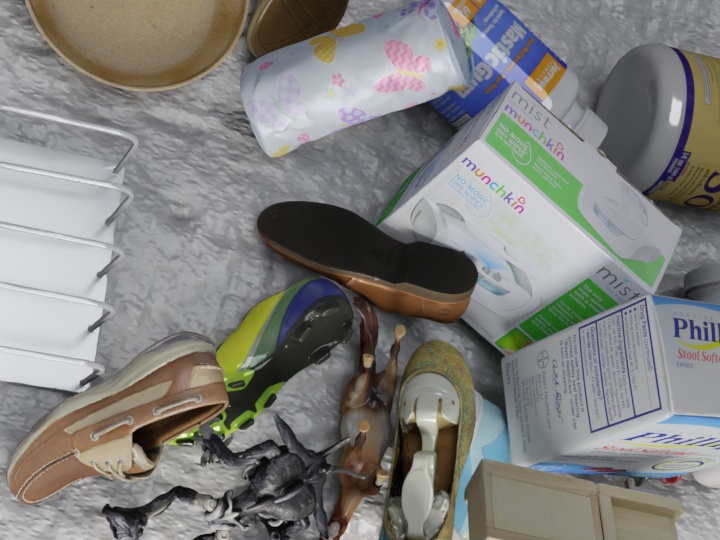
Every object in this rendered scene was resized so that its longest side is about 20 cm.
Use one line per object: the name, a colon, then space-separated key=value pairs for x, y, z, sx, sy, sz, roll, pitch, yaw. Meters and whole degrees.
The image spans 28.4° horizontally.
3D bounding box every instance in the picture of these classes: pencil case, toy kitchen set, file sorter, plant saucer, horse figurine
pencil case: x=-0.005 y=-0.164 z=1.224 sx=0.200 sy=0.083 sz=0.091 roll=-19 pitch=123 yaw=13
toy kitchen set: x=0.153 y=0.236 z=1.204 sx=0.180 sy=0.200 sz=0.163 roll=13 pitch=40 yaw=-11
file sorter: x=-0.258 y=-0.017 z=1.122 sx=0.139 sy=0.125 sz=0.200 roll=11 pitch=74 yaw=-19
plant saucer: x=-0.197 y=-0.247 z=1.243 sx=0.200 sy=0.035 sz=0.200 roll=5 pitch=77 yaw=-19
horse figurine: x=0.005 y=0.127 z=1.203 sx=0.050 sy=0.133 sz=0.200 roll=8 pitch=60 yaw=-5

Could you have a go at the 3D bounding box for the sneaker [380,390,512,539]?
sneaker: x=0.100 y=0.211 z=1.234 sx=0.130 sy=0.080 sz=0.200 roll=25 pitch=81 yaw=-24

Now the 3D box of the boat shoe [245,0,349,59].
boat shoe: x=-0.046 y=-0.266 z=1.298 sx=0.200 sy=0.063 sz=0.073 roll=-54 pitch=128 yaw=-20

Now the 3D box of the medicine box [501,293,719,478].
medicine box: x=0.250 y=0.102 z=1.188 sx=0.182 sy=0.200 sz=0.103 roll=7 pitch=69 yaw=-30

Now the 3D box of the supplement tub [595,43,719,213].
supplement tub: x=0.339 y=-0.129 z=1.361 sx=0.200 sy=0.145 sz=0.146 roll=10 pitch=75 yaw=-18

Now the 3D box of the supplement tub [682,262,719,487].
supplement tub: x=0.372 y=0.098 z=1.326 sx=0.140 sy=0.140 sz=0.200 roll=2 pitch=78 yaw=-20

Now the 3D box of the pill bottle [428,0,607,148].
pill bottle: x=0.129 y=-0.170 z=1.308 sx=0.200 sy=0.112 sz=0.112 roll=41 pitch=68 yaw=-7

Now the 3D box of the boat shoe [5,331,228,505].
boat shoe: x=-0.188 y=0.128 z=1.103 sx=0.200 sy=0.076 sz=0.072 roll=-36 pitch=65 yaw=11

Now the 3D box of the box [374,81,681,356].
box: x=0.143 y=-0.034 z=1.240 sx=0.200 sy=0.176 sz=0.097 roll=41 pitch=49 yaw=-9

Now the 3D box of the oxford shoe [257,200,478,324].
oxford shoe: x=0.000 y=0.000 z=1.239 sx=0.200 sy=0.071 sz=0.071 roll=22 pitch=52 yaw=10

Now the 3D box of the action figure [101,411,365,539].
action figure: x=-0.102 y=0.177 z=1.138 sx=0.200 sy=0.102 sz=0.119 roll=-22 pitch=111 yaw=-8

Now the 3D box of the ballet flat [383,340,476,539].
ballet flat: x=0.055 y=0.145 z=1.161 sx=0.071 sy=0.071 sz=0.200 roll=14 pitch=69 yaw=-17

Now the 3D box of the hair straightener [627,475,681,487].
hair straightener: x=0.246 y=0.103 z=1.330 sx=0.077 sy=0.041 sz=0.200 roll=-3 pitch=80 yaw=-22

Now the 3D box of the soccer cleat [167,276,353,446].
soccer cleat: x=-0.096 y=0.076 z=1.202 sx=0.200 sy=0.084 sz=0.065 roll=-35 pitch=124 yaw=-8
